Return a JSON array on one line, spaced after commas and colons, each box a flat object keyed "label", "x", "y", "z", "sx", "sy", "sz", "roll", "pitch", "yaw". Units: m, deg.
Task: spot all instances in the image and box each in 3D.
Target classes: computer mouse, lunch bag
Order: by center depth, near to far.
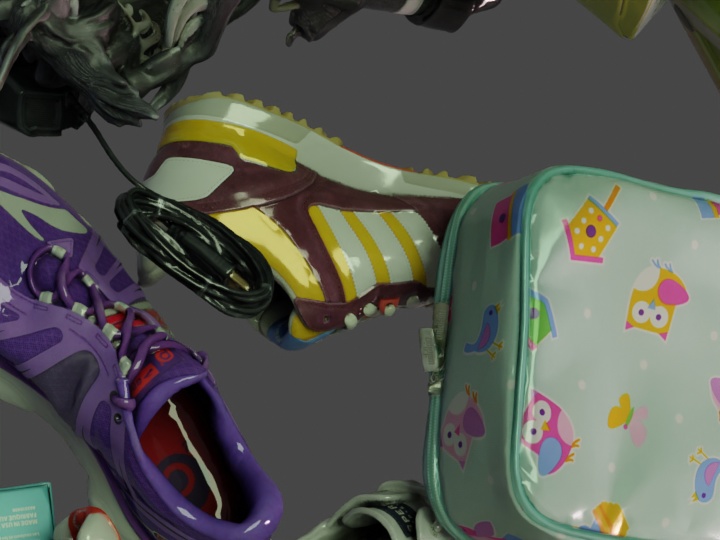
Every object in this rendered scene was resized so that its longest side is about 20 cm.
[{"label": "computer mouse", "x": -0.110, "y": -0.049, "z": 0.838, "sx": 0.200, "sy": 0.034, "sz": 0.059, "roll": 46, "pitch": 33, "yaw": 16}, {"label": "lunch bag", "x": 0.115, "y": 0.049, "z": 0.861, "sx": 0.199, "sy": 0.077, "sz": 0.161, "roll": 12, "pitch": 79, "yaw": -31}]

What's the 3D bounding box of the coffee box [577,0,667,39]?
[{"label": "coffee box", "x": 0.105, "y": -0.247, "z": 0.830, "sx": 0.200, "sy": 0.200, "sz": 0.198, "roll": 41, "pitch": 81, "yaw": 6}]

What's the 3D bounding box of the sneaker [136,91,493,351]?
[{"label": "sneaker", "x": 0.000, "y": 0.000, "z": 0.893, "sx": 0.199, "sy": 0.075, "sz": 0.090, "roll": 18, "pitch": 70, "yaw": -14}]

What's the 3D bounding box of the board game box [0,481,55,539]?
[{"label": "board game box", "x": -0.173, "y": 0.185, "z": 0.756, "sx": 0.150, "sy": 0.047, "sz": 0.201, "roll": -4, "pitch": 77, "yaw": -29}]

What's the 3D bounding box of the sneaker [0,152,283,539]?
[{"label": "sneaker", "x": -0.095, "y": 0.029, "z": 0.823, "sx": 0.200, "sy": 0.083, "sz": 0.081, "roll": 50, "pitch": 59, "yaw": -5}]

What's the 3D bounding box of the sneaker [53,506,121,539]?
[{"label": "sneaker", "x": -0.083, "y": 0.136, "z": 0.750, "sx": 0.199, "sy": 0.070, "sz": 0.094, "roll": 22, "pitch": 72, "yaw": -19}]

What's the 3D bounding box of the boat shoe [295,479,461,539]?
[{"label": "boat shoe", "x": 0.017, "y": 0.120, "z": 0.851, "sx": 0.200, "sy": 0.073, "sz": 0.066, "roll": -33, "pitch": 133, "yaw": -32}]

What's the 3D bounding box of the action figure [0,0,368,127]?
[{"label": "action figure", "x": -0.081, "y": -0.122, "z": 0.833, "sx": 0.119, "sy": 0.102, "sz": 0.200, "roll": 33, "pitch": 29, "yaw": 22}]

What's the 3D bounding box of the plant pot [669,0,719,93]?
[{"label": "plant pot", "x": 0.257, "y": -0.102, "z": 0.928, "sx": 0.181, "sy": 0.199, "sz": 0.200, "roll": -35, "pitch": 122, "yaw": 2}]

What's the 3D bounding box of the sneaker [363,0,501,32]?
[{"label": "sneaker", "x": 0.040, "y": -0.204, "z": 0.977, "sx": 0.112, "sy": 0.073, "sz": 0.201, "roll": 19, "pitch": 75, "yaw": -26}]
